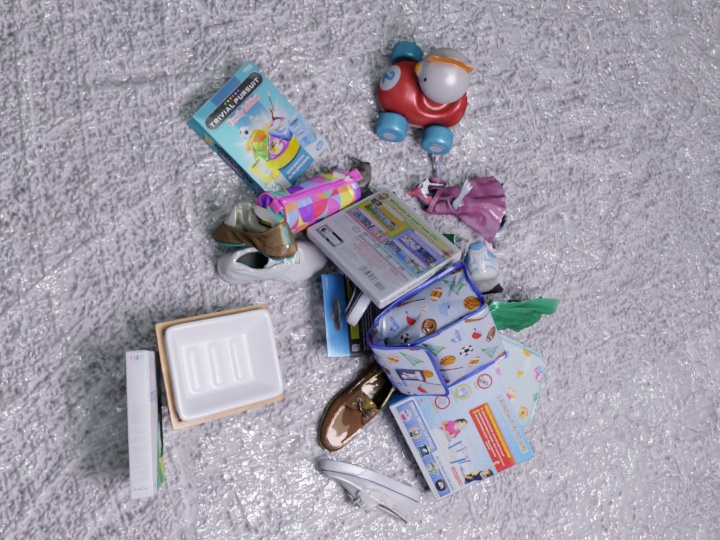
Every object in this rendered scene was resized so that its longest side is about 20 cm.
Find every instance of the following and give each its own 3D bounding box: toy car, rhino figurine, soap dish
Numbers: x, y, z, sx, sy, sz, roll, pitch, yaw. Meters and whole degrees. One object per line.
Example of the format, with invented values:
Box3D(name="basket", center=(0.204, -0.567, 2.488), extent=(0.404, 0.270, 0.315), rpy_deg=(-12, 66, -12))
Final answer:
Box3D(name="toy car", center=(0.127, -0.345, 1.300), extent=(0.173, 0.200, 0.189), rpy_deg=(14, 74, -6))
Box3D(name="rhino figurine", center=(0.024, -0.117, 1.313), extent=(0.086, 0.060, 0.203), rpy_deg=(-26, 90, -15))
Box3D(name="soap dish", center=(-0.225, 0.148, 1.137), extent=(0.197, 0.081, 0.161), rpy_deg=(-9, 87, -38))

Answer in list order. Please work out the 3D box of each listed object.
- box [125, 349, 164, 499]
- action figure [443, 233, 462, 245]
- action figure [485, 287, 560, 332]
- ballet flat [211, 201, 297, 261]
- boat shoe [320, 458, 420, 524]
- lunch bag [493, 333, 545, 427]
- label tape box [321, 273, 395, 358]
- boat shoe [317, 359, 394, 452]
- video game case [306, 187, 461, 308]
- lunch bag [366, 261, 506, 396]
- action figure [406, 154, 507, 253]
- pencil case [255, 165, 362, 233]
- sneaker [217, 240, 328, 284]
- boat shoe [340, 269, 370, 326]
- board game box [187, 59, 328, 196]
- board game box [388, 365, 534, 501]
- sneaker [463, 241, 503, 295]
Box3D(name="box", center=(-0.318, 0.222, 1.069), extent=(0.035, 0.144, 0.205), rpy_deg=(-2, 84, -9))
Box3D(name="action figure", center=(0.149, 0.038, 1.325), extent=(0.053, 0.118, 0.205), rpy_deg=(10, 89, -7))
Box3D(name="action figure", center=(0.272, 0.075, 1.345), extent=(0.197, 0.118, 0.055), rpy_deg=(5, 48, -41))
Box3D(name="ballet flat", center=(-0.173, -0.069, 1.144), extent=(0.067, 0.198, 0.074), rpy_deg=(-19, 114, -37))
Box3D(name="boat shoe", center=(0.013, 0.382, 1.237), extent=(0.198, 0.071, 0.067), rpy_deg=(30, 67, -26))
Box3D(name="lunch bag", center=(0.250, 0.197, 1.360), extent=(0.197, 0.077, 0.164), rpy_deg=(25, 72, -18))
Box3D(name="label tape box", center=(0.018, 0.078, 1.281), extent=(0.196, 0.063, 0.148), rpy_deg=(-2, 83, -23))
Box3D(name="boat shoe", center=(0.000, 0.228, 1.250), extent=(0.072, 0.068, 0.201), rpy_deg=(43, 69, -13))
Box3D(name="video game case", center=(0.038, -0.044, 1.194), extent=(0.180, 0.022, 0.200), rpy_deg=(-29, 55, -27))
Box3D(name="lunch bag", center=(0.122, 0.114, 1.175), extent=(0.197, 0.125, 0.171), rpy_deg=(-27, 137, 3))
Box3D(name="action figure", center=(0.181, -0.133, 1.383), extent=(0.195, 0.135, 0.152), rpy_deg=(4, 124, -11))
Box3D(name="pencil case", center=(-0.085, -0.119, 1.227), extent=(0.198, 0.088, 0.090), rpy_deg=(-29, 95, -42))
Box3D(name="sneaker", center=(-0.139, -0.014, 1.218), extent=(0.196, 0.080, 0.072), rpy_deg=(-9, 84, -26))
Box3D(name="boat shoe", center=(0.001, -0.002, 1.212), extent=(0.067, 0.074, 0.202), rpy_deg=(24, 61, -4))
Box3D(name="board game box", center=(-0.175, -0.236, 1.249), extent=(0.200, 0.047, 0.152), rpy_deg=(45, 68, -12))
Box3D(name="board game box", center=(0.177, 0.273, 1.268), extent=(0.193, 0.056, 0.203), rpy_deg=(-26, 100, 7))
Box3D(name="sneaker", center=(0.226, 0.002, 1.323), extent=(0.070, 0.200, 0.074), rpy_deg=(-6, 73, 10))
